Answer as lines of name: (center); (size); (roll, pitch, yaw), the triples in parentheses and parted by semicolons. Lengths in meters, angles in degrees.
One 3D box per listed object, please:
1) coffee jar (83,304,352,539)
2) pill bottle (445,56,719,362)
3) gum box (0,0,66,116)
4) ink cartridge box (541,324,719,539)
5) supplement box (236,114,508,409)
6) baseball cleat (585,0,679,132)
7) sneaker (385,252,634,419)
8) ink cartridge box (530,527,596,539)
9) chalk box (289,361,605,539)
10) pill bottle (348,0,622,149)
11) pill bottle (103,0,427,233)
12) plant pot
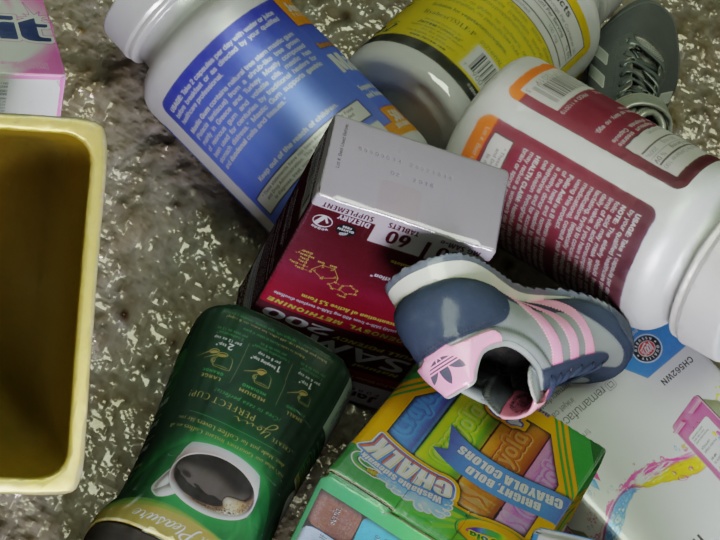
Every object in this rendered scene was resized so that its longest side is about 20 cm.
coffee jar: (-0.086, 0.124, 1.377); (0.104, 0.085, 0.200); (27, 56, -2)
pill bottle: (0.156, -0.035, 1.448); (0.200, 0.114, 0.114); (32, 55, 22)
gum box: (-0.274, -0.122, 1.431); (0.200, 0.066, 0.114); (0, 37, -18)
ink cartridge box: (0.182, 0.134, 1.465); (0.144, 0.085, 0.200); (-37, 80, -32)
supplement box: (0.000, 0.000, 1.405); (0.109, 0.200, 0.061); (18, 57, -9)
baseball cleat: (0.182, -0.108, 1.584); (0.070, 0.106, 0.200); (33, 61, -16)
sneaker: (0.092, 0.053, 1.355); (0.200, 0.070, 0.082); (15, 49, -46)
ink cartridge box: (0.130, 0.246, 1.298); (0.086, 0.200, 0.147); (10, 68, 24)
chalk box: (0.032, 0.158, 1.334); (0.124, 0.125, 0.200); (31, 36, 8)
pill bottle: (0.087, -0.149, 1.570); (0.111, 0.111, 0.200); (43, 57, 6)
pill bottle: (-0.063, -0.108, 1.495); (0.200, 0.112, 0.112); (46, 58, 8)
plant pot: (-0.256, 0.006, 1.302); (0.194, 0.200, 0.196); (3, 94, -17)
